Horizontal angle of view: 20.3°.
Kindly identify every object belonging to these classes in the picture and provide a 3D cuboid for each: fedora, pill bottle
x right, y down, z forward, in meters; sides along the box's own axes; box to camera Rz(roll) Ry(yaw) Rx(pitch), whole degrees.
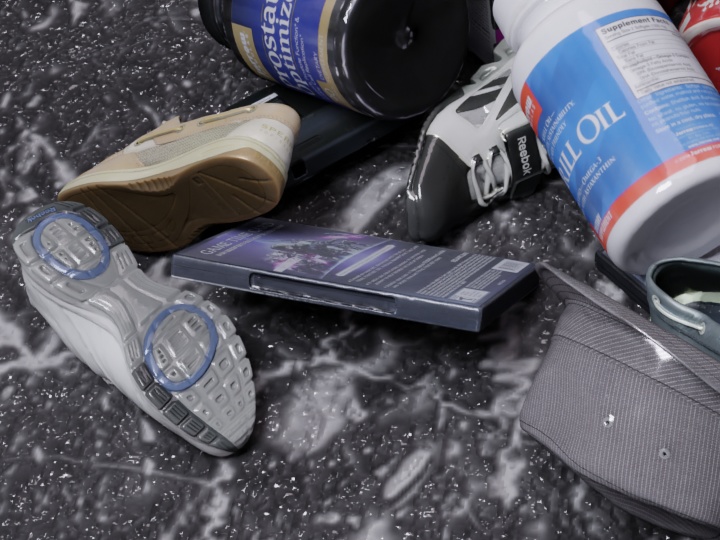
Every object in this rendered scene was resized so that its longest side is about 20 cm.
[{"bbox_3d":[0.160,0.087,1.126,0.199,0.177,0.091,31,85,15],"label":"fedora"},{"bbox_3d":[-0.025,-0.175,1.369,0.112,0.112,0.200,-34,32,-24],"label":"pill bottle"},{"bbox_3d":[0.163,-0.107,1.270,0.112,0.112,0.201,-21,61,-12],"label":"pill bottle"}]

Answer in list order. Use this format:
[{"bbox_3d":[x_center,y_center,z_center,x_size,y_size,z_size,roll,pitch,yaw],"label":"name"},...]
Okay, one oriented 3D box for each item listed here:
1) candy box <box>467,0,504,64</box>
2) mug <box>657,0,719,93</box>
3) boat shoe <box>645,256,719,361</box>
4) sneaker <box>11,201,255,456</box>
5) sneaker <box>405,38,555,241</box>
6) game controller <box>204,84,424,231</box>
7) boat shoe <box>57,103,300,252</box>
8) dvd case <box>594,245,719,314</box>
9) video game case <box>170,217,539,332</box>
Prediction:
[{"bbox_3d":[0.130,-0.253,1.415,0.136,0.201,0.061,-27,48,-18],"label":"candy box"},{"bbox_3d":[0.283,-0.180,1.392,0.133,0.178,0.200,34,52,-6],"label":"mug"},{"bbox_3d":[0.241,0.035,1.146,0.073,0.062,0.199,-41,33,-26],"label":"boat shoe"},{"bbox_3d":[-0.138,0.043,1.257,0.074,0.087,0.200,-35,69,-27],"label":"sneaker"},{"bbox_3d":[0.101,-0.088,1.346,0.088,0.074,0.200,18,51,27],"label":"sneaker"},{"bbox_3d":[-0.054,-0.094,1.409,0.199,0.042,0.104,-29,34,-19],"label":"game controller"},{"bbox_3d":[-0.118,-0.064,1.318,0.199,0.072,0.065,-14,42,42],"label":"boat shoe"},{"bbox_3d":[0.270,-0.016,1.288,0.199,0.018,0.143,-30,50,-20],"label":"dvd case"},{"bbox_3d":[0.000,0.000,1.262,0.199,0.019,0.143,9,14,18],"label":"video game case"}]
